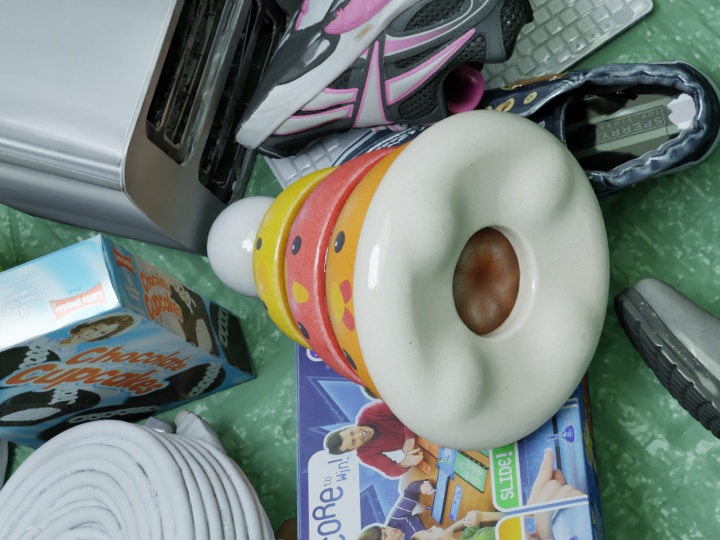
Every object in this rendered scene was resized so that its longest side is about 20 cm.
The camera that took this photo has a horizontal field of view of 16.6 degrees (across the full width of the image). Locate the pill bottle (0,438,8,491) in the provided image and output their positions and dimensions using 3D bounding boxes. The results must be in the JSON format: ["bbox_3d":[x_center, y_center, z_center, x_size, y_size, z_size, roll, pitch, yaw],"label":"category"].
[{"bbox_3d":[-0.283,0.084,1.202,0.200,0.112,0.113,8,80,17],"label":"pill bottle"}]

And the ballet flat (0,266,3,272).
[{"bbox_3d":[-0.203,-0.004,1.154,0.067,0.200,0.067,-18,85,-3],"label":"ballet flat"}]

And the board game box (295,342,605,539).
[{"bbox_3d":[0.038,0.089,1.110,0.135,0.034,0.200,-12,49,12],"label":"board game box"}]

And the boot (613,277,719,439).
[{"bbox_3d":[0.223,0.039,1.107,0.200,0.068,0.131,40,83,14],"label":"boot"}]

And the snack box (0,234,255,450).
[{"bbox_3d":[-0.132,0.038,1.124,0.116,0.200,0.037,-21,75,10],"label":"snack box"}]

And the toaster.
[{"bbox_3d":[-0.119,-0.105,1.163,0.118,0.181,0.200,15,81,16],"label":"toaster"}]

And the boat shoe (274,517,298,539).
[{"bbox_3d":[-0.049,0.206,1.136,0.072,0.076,0.200,23,75,22],"label":"boat shoe"}]

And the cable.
[{"bbox_3d":[-0.116,0.167,1.107,0.200,0.069,0.200,-60,34,5],"label":"cable"}]

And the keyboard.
[{"bbox_3d":[0.046,-0.092,1.205,0.200,0.011,0.056,-34,71,5],"label":"keyboard"}]

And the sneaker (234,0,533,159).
[{"bbox_3d":[0.010,-0.089,1.129,0.086,0.200,0.080,32,66,-11],"label":"sneaker"}]

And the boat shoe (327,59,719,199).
[{"bbox_3d":[0.068,-0.057,1.142,0.200,0.091,0.071,-16,88,11],"label":"boat shoe"}]

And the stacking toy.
[{"bbox_3d":[0.000,0.000,1.115,0.200,0.146,0.146,5,77,49],"label":"stacking toy"}]
